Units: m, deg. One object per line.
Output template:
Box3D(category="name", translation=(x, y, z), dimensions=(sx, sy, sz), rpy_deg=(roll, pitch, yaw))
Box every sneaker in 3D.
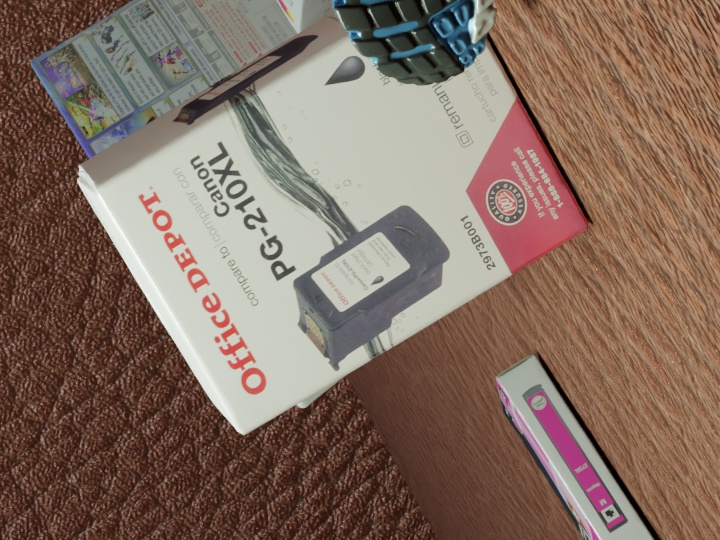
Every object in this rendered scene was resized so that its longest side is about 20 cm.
Box3D(category="sneaker", translation=(0.001, -0.175, 1.166), dimensions=(0.087, 0.075, 0.200), rpy_deg=(-111, -1, -73))

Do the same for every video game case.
Box3D(category="video game case", translation=(-0.117, -0.126, 1.992), dimensions=(0.200, 0.181, 0.045), rpy_deg=(55, 175, 40))

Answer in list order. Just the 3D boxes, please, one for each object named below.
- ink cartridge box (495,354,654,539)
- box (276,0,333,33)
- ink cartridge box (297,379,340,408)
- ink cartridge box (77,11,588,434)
Box3D(category="ink cartridge box", translation=(0.155, 0.153, 1.819), dimensions=(0.200, 0.037, 0.095), rpy_deg=(55, 175, 18))
Box3D(category="box", translation=(-0.071, -0.242, 1.628), dimensions=(0.200, 0.041, 0.156), rpy_deg=(60, 176, 3))
Box3D(category="ink cartridge box", translation=(0.000, 0.000, 1.667), dimensions=(0.050, 0.162, 0.200), rpy_deg=(53, 176, -15))
Box3D(category="ink cartridge box", translation=(-0.015, -0.035, 1.352), dimensions=(0.145, 0.200, 0.084), rpy_deg=(60, 176, -14))
